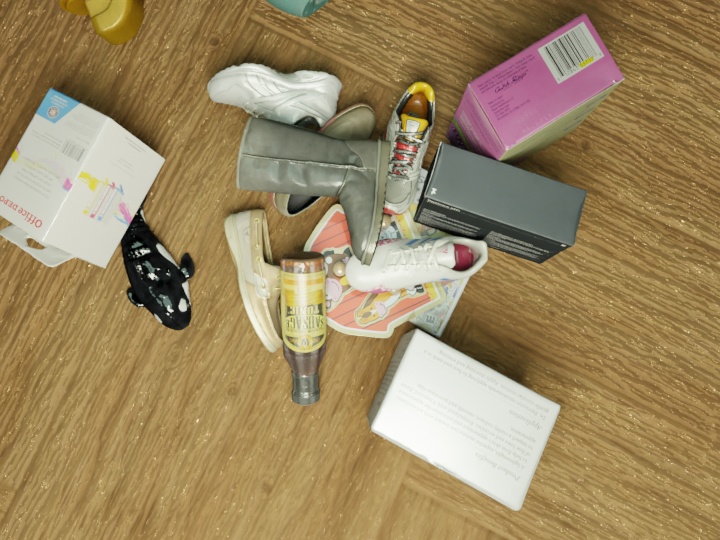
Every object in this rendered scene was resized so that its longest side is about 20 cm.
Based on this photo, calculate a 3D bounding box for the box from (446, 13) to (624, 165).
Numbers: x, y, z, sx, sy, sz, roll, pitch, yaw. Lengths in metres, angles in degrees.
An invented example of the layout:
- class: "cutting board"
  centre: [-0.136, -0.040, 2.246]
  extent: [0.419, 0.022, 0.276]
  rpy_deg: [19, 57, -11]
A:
- class: "box"
  centre: [0.222, -0.217, 0.895]
  extent: [0.173, 0.200, 0.098]
  rpy_deg: [-31, 84, -3]

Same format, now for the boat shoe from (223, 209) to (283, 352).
- class: "boat shoe"
  centre: [-0.133, 0.009, 0.932]
  extent: [0.067, 0.074, 0.205]
  rpy_deg: [-19, 84, 3]

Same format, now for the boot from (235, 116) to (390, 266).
- class: "boot"
  centre: [-0.065, -0.105, 0.859]
  extent: [0.194, 0.073, 0.187]
  rpy_deg: [7, 70, -4]

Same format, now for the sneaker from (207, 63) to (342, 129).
- class: "sneaker"
  centre: [-0.125, -0.236, 0.958]
  extent: [0.193, 0.078, 0.103]
  rpy_deg: [3, 87, 1]

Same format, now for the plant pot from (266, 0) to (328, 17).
- class: "plant pot"
  centre: [-0.090, -0.459, 0.927]
  extent: [0.200, 0.200, 0.162]
  rpy_deg: [-43, 98, -4]

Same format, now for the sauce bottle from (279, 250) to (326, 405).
- class: "sauce bottle"
  centre: [-0.075, 0.079, 0.903]
  extent: [0.064, 0.066, 0.206]
  rpy_deg: [-3, 103, -1]

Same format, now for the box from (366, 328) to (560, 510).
- class: "box"
  centre: [0.119, 0.182, 0.853]
  extent: [0.195, 0.200, 0.133]
  rpy_deg: [28, 82, 2]

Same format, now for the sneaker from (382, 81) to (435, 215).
- class: "sneaker"
  centre: [0.057, -0.173, 0.927]
  extent: [0.076, 0.082, 0.205]
  rpy_deg: [15, 70, -3]

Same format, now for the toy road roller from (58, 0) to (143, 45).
- class: "toy road roller"
  centre: [-0.338, -0.419, 0.956]
  extent: [0.195, 0.123, 0.150]
  rpy_deg: [-20, 99, -2]

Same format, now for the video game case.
- class: "video game case"
  centre: [0.081, -0.037, 0.964]
  extent: [0.179, 0.023, 0.204]
  rpy_deg: [28, 85, 3]

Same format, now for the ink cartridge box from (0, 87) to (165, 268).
- class: "ink cartridge box"
  centre: [-0.387, -0.110, 0.900]
  extent: [0.126, 0.125, 0.204]
  rpy_deg: [26, 85, 24]

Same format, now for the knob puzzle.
- class: "knob puzzle"
  centre: [0.000, 0.000, 0.933]
  extent: [0.212, 0.030, 0.227]
  rpy_deg: [0, 84, -1]

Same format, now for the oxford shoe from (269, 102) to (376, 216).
- class: "oxford shoe"
  centre: [-0.042, -0.149, 0.939]
  extent: [0.070, 0.075, 0.201]
  rpy_deg: [41, 91, -30]

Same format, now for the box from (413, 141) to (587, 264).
- class: "box"
  centre: [0.178, -0.085, 0.890]
  extent: [0.195, 0.141, 0.081]
  rpy_deg: [18, 84, 1]

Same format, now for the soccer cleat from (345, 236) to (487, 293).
- class: "soccer cleat"
  centre: [0.077, -0.016, 0.884]
  extent: [0.194, 0.086, 0.072]
  rpy_deg: [-8, 83, -17]

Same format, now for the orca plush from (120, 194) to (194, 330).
- class: "orca plush"
  centre: [-0.292, -0.015, 0.934]
  extent: [0.102, 0.071, 0.206]
  rpy_deg: [-10, 84, -2]
